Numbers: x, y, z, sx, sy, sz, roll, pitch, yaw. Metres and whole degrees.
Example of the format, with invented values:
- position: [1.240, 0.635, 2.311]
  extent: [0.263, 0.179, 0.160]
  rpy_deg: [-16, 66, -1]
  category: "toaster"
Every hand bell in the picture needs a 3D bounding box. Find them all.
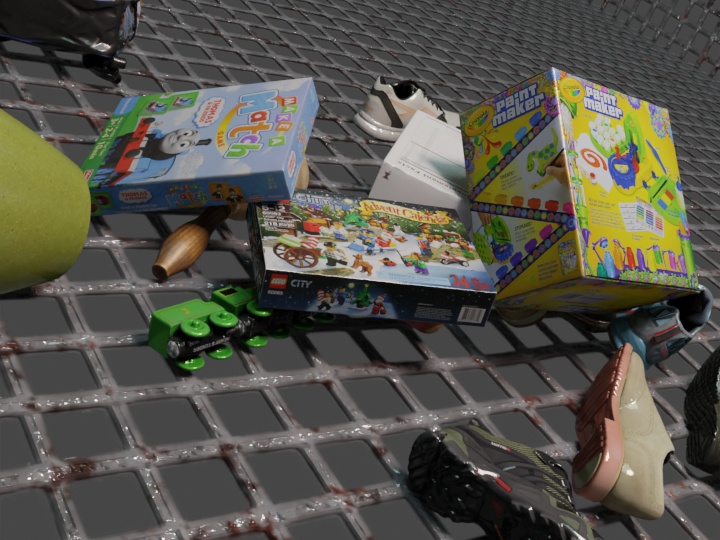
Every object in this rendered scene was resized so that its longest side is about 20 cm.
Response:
- position: [-0.132, -0.052, 0.845]
  extent: [0.103, 0.105, 0.201]
  rpy_deg: [26, 40, 5]
  category: "hand bell"

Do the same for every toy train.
- position: [-0.090, 0.035, 0.754]
  extent: [0.056, 0.042, 0.199]
  rpy_deg: [27, 26, 30]
  category: "toy train"

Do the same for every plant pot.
- position: [-0.294, -0.050, 0.623]
  extent: [0.199, 0.188, 0.187]
  rpy_deg: [13, 26, -52]
  category: "plant pot"

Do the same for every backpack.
- position: [-0.345, -0.328, 1.075]
  extent: [0.197, 0.156, 0.191]
  rpy_deg: [16, 18, -8]
  category: "backpack"

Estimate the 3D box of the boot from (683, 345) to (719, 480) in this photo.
- position: [0.388, 0.161, 0.893]
  extent: [0.130, 0.068, 0.200]
  rpy_deg: [31, 36, 3]
  category: "boot"

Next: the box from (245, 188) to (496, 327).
- position: [0.004, -0.015, 0.791]
  extent: [0.197, 0.038, 0.137]
  rpy_deg: [6, 34, -17]
  category: "box"

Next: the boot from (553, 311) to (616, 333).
- position: [0.238, -0.040, 1.028]
  extent: [0.077, 0.140, 0.200]
  rpy_deg: [0, 37, -38]
  category: "boot"

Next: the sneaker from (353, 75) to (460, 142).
- position: [0.086, -0.222, 1.292]
  extent: [0.198, 0.081, 0.074]
  rpy_deg: [0, 34, -41]
  category: "sneaker"

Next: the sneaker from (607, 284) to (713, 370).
- position: [0.343, 0.048, 0.990]
  extent: [0.080, 0.095, 0.200]
  rpy_deg: [58, 36, -3]
  category: "sneaker"

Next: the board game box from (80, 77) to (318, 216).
- position: [-0.146, -0.114, 0.835]
  extent: [0.197, 0.037, 0.152]
  rpy_deg: [-3, 41, 12]
  category: "board game box"

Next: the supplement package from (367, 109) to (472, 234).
- position: [0.071, -0.080, 0.998]
  extent: [0.113, 0.111, 0.200]
  rpy_deg: [26, 28, 2]
  category: "supplement package"

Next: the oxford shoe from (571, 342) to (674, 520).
- position: [0.233, 0.140, 0.798]
  extent: [0.073, 0.071, 0.201]
  rpy_deg: [30, 38, 1]
  category: "oxford shoe"

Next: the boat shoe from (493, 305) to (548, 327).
- position: [0.158, -0.033, 0.976]
  extent: [0.071, 0.077, 0.202]
  rpy_deg: [-15, 44, 13]
  category: "boat shoe"

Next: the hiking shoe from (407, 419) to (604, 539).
- position: [0.132, 0.171, 0.649]
  extent: [0.199, 0.076, 0.100]
  rpy_deg: [39, 35, 28]
  category: "hiking shoe"

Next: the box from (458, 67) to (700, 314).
- position: [0.215, -0.067, 0.894]
  extent: [0.198, 0.121, 0.196]
  rpy_deg: [7, 73, -40]
  category: "box"

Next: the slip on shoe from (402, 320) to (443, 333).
- position: [0.000, 0.000, 0.860]
  extent: [0.198, 0.062, 0.074]
  rpy_deg: [25, 34, 12]
  category: "slip on shoe"
